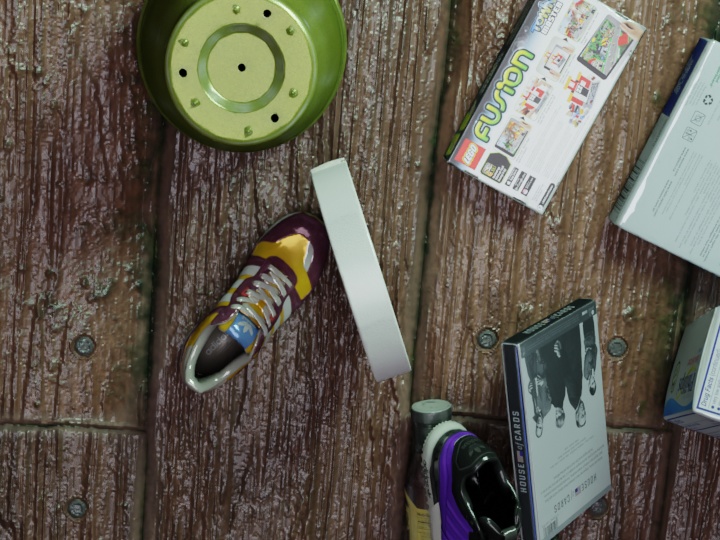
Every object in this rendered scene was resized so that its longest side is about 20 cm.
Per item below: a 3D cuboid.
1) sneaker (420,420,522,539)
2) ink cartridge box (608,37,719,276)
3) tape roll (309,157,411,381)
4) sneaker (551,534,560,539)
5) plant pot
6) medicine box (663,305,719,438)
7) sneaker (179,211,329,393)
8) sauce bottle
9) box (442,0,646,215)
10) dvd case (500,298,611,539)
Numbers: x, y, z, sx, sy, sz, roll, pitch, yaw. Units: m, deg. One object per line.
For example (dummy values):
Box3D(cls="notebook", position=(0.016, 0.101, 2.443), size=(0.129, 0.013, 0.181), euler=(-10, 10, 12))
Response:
Box3D(cls="sneaker", position=(0.116, 0.248, 1.519), size=(0.069, 0.099, 0.202), euler=(-25, 112, -27))
Box3D(cls="ink cartridge box", position=(0.370, -0.093, 1.546), size=(0.198, 0.043, 0.198), euler=(24, 100, -13))
Box3D(cls="tape roll", position=(0.000, 0.000, 1.459), size=(0.037, 0.203, 0.205), euler=(-18, 104, 1))
Box3D(cls="sneaker", position=(0.143, 0.342, 1.613), size=(0.084, 0.078, 0.202), euler=(25, 101, -9))
Box3D(cls="plant pot", position=(-0.105, -0.190, 1.410), size=(0.198, 0.193, 0.203), euler=(-1, 103, -4))
Box3D(cls="medicine box", position=(0.400, 0.117, 1.497), size=(0.198, 0.182, 0.104), euler=(18, 83, 4))
Box3D(cls="sneaker", position=(-0.097, 0.035, 1.516), size=(0.075, 0.090, 0.201), euler=(35, 99, -11))
Box3D(cls="sauce bottle", position=(0.076, 0.229, 1.590), size=(0.065, 0.066, 0.203), euler=(-3, 101, -3))
Box3D(cls="box", position=(0.173, -0.168, 1.516), size=(0.109, 0.035, 0.201), euler=(28, 100, -10))
Box3D(cls="dvd case", position=(0.192, 0.144, 1.545), size=(0.025, 0.150, 0.203), euler=(4, 107, 37))
